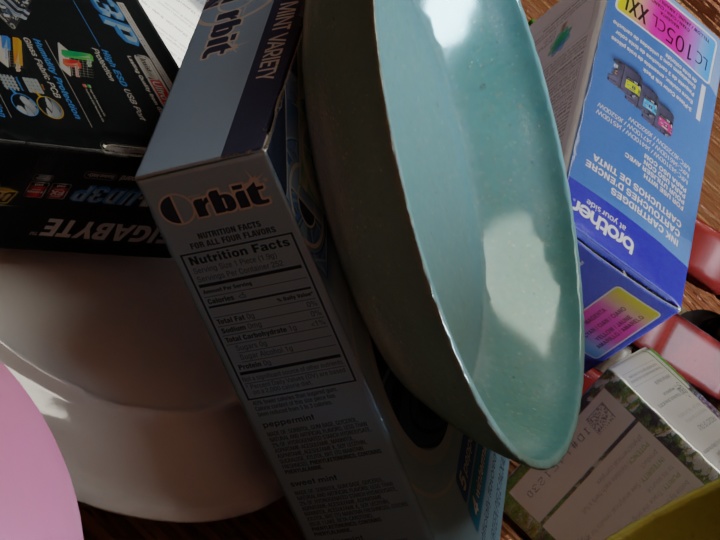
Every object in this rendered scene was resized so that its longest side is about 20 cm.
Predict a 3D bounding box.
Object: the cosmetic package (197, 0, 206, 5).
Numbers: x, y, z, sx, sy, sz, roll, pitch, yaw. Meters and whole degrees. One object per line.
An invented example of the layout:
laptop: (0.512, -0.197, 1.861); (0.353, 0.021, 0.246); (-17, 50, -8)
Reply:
cosmetic package: (-0.086, -0.158, 0.915); (0.199, 0.108, 0.085); (9, 11, -24)

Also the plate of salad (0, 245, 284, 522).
plate of salad: (-0.098, 0.007, 0.688); (0.200, 0.048, 0.200); (29, 31, -20)

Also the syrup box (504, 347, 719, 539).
syrup box: (0.159, 0.131, 0.892); (0.200, 0.079, 0.081); (44, 17, 12)

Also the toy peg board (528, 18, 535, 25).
toy peg board: (0.061, -0.097, 1.227); (0.199, 0.098, 0.200); (27, 21, -37)

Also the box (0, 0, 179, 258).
box: (-0.148, -0.095, 0.674); (0.159, 0.046, 0.200); (3, 46, -47)

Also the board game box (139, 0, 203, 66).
board game box: (-0.069, -0.038, 0.798); (0.200, 0.035, 0.126); (38, 50, -10)

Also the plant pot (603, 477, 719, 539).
plant pot: (0.160, 0.153, 0.699); (0.142, 0.199, 0.200); (64, 16, -6)

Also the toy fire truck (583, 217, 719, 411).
toy fire truck: (0.137, 0.025, 1.093); (0.200, 0.112, 0.168); (29, 1, -36)

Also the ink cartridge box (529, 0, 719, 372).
ink cartridge box: (0.078, -0.020, 0.927); (0.076, 0.136, 0.200); (35, 46, -17)

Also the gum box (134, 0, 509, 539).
gum box: (0.000, 0.000, 0.698); (0.170, 0.044, 0.201); (-76, 150, -52)

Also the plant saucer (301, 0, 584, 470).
plant saucer: (0.025, -0.034, 0.664); (0.200, 0.036, 0.201); (-13, 90, -71)

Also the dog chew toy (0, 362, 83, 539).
dog chew toy: (-0.079, 0.097, 0.407); (0.200, 0.124, 0.125); (47, 16, -7)
